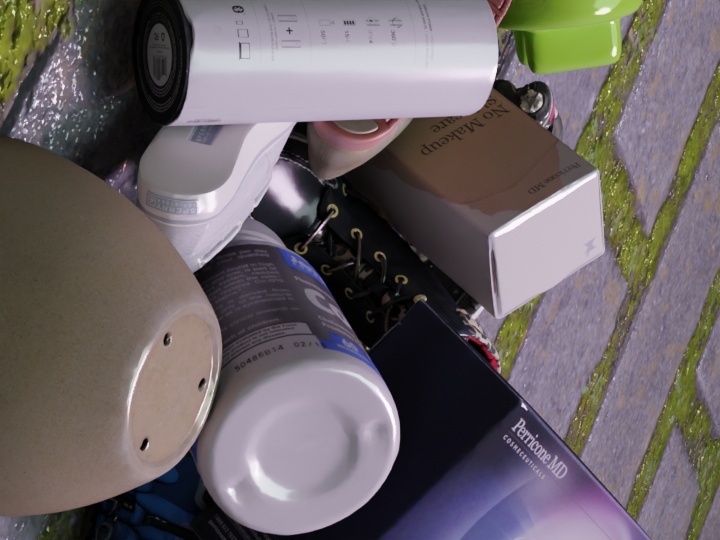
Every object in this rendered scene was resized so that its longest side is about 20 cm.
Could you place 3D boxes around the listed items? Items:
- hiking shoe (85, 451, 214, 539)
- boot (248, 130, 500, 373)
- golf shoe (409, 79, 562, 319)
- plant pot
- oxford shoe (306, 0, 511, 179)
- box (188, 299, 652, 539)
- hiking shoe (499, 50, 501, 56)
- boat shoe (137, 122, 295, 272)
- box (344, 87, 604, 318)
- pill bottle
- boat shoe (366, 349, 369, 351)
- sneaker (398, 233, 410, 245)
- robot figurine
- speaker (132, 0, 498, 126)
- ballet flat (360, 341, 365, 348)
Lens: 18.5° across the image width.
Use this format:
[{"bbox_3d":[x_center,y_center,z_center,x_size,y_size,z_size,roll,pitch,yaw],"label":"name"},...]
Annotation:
[{"bbox_3d":[-0.131,0.157,1.342,0.087,0.074,0.200,-37,131,-37],"label":"hiking shoe"},{"bbox_3d":[0.001,-0.001,1.395,0.073,0.154,0.204,-45,141,1],"label":"boot"},{"bbox_3d":[0.095,-0.033,1.543,0.200,0.077,0.088,-65,149,-12],"label":"golf shoe"},{"bbox_3d":[-0.151,0.043,1.146,0.200,0.134,0.200,-45,143,-49],"label":"plant pot"},{"bbox_3d":[0.026,-0.135,1.388,0.200,0.071,0.074,-45,172,-32],"label":"oxford shoe"},{"bbox_3d":[0.042,0.161,1.348,0.198,0.123,0.200,-45,135,-1],"label":"box"},{"bbox_3d":[0.074,-0.132,1.601,0.101,0.076,0.200,-55,150,-29],"label":"hiking shoe"},{"bbox_3d":[-0.080,-0.060,1.282,0.200,0.072,0.069,-74,175,-60],"label":"boat shoe"},{"bbox_3d":[0.060,-0.067,1.437,0.095,0.200,0.078,-32,139,-21],"label":"box"},{"bbox_3d":[-0.059,0.052,1.266,0.114,0.200,0.114,-8,120,-15],"label":"pill bottle"},{"bbox_3d":[0.051,0.088,1.525,0.073,0.200,0.075,16,85,-27],"label":"boat shoe"},{"bbox_3d":[0.009,0.011,1.570,0.085,0.077,0.200,-45,135,-37],"label":"sneaker"},{"bbox_3d":[0.142,-0.247,1.601,0.175,0.116,0.200,-111,-167,-76],"label":"robot figurine"},{"bbox_3d":[-0.023,-0.125,1.263,0.200,0.081,0.081,-5,114,-28],"label":"speaker"},{"bbox_3d":[-0.046,0.089,1.441,0.200,0.046,0.067,-32,134,-53],"label":"ballet flat"}]
